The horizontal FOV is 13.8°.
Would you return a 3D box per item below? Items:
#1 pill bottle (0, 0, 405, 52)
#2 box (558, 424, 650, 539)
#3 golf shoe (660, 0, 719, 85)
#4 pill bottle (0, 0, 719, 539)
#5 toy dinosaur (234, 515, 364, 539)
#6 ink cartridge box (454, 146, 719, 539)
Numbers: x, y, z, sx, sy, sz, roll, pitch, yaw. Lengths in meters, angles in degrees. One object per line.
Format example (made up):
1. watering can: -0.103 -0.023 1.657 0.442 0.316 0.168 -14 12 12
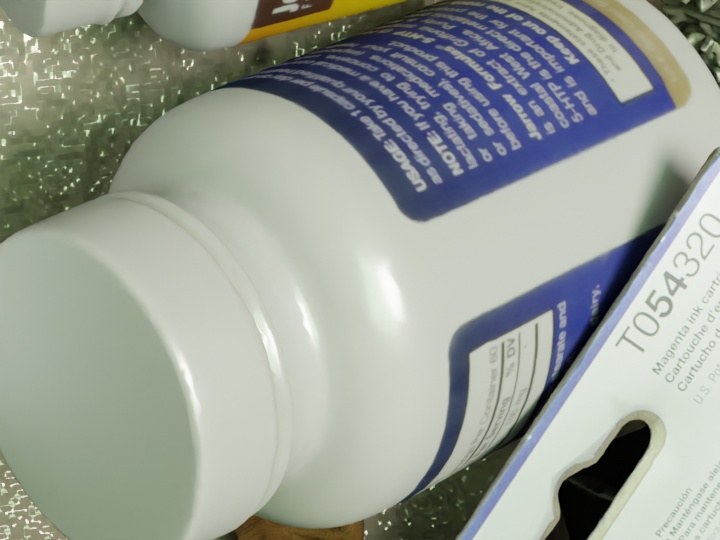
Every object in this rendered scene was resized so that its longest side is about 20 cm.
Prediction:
1. pill bottle: -0.007 -0.125 0.814 0.199 0.109 0.110 -17 102 -19
2. box: 0.180 0.099 0.919 0.199 0.104 0.149 -20 103 -18
3. golf shoe: 0.145 -0.077 0.870 0.097 0.078 0.200 -51 154 -21
4. pill bottle: 0.000 0.000 0.795 0.199 0.119 0.120 -24 106 -40
5. toy dinosaur: -0.005 0.120 0.869 0.106 0.060 0.201 -8 75 -20
6. ink cartridge box: 0.116 0.097 0.815 0.200 0.043 0.197 34 91 -13
